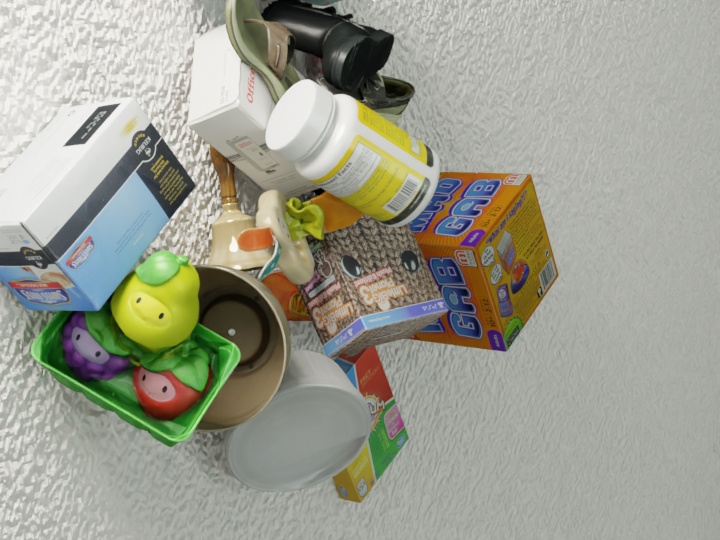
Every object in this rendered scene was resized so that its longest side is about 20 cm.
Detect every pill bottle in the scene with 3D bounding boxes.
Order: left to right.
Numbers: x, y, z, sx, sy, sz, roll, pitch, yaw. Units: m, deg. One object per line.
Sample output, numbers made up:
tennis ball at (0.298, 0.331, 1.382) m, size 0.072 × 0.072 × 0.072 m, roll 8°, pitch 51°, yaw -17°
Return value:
pill bottle at (-0.009, -0.144, 1.408) m, size 0.200 × 0.114 × 0.115 m, roll 29°, pitch 70°, yaw -31°

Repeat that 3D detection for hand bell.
hand bell at (-0.169, -0.097, 1.480) m, size 0.104 × 0.104 × 0.201 m, roll -8°, pitch 89°, yaw -53°

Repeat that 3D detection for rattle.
rattle at (-0.061, -0.052, 1.417) m, size 0.200 × 0.142 × 0.131 m, roll 23°, pitch 62°, yaw -81°

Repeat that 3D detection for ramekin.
ramekin at (-0.092, 0.194, 1.528) m, size 0.202 × 0.094 × 0.203 m, roll -12°, pitch 131°, yaw -14°

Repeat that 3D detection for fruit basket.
fruit basket at (-0.238, 0.077, 1.257) m, size 0.156 × 0.215 × 0.216 m, roll -58°, pitch 136°, yaw -31°

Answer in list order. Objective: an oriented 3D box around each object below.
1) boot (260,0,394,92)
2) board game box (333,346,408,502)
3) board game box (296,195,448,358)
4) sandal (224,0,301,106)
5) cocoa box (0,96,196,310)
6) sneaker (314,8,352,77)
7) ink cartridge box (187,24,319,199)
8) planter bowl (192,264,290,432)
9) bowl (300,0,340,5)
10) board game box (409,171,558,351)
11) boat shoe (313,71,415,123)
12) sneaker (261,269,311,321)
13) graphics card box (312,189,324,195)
boot at (-0.058, -0.300, 1.493) m, size 0.198 × 0.162 × 0.074 m, roll -46°, pitch 155°, yaw -62°
board game box at (-0.005, 0.230, 1.760) m, size 0.153 × 0.040 × 0.200 m, roll -48°, pitch 131°, yaw -39°
board game box at (0.000, 0.000, 1.591) m, size 0.159 × 0.097 × 0.200 m, roll -12°, pitch 71°, yaw -41°
sandal at (-0.100, -0.265, 1.403) m, size 0.201 × 0.057 × 0.080 m, roll 53°, pitch 34°, yaw -34°
cocoa box at (-0.302, -0.069, 1.239) m, size 0.131 × 0.133 × 0.200 m, roll 57°, pitch 50°, yaw -33°
sneaker at (-0.026, -0.267, 1.634) m, size 0.200 × 0.075 × 0.105 m, roll 62°, pitch 37°, yaw -42°
ink cartridge box at (-0.127, -0.204, 1.474) m, size 0.200 × 0.083 × 0.147 m, roll 40°, pitch 41°, yaw -47°
planter bowl at (-0.173, 0.085, 1.415) m, size 0.135 × 0.200 × 0.201 m, roll -36°, pitch 127°, yaw -78°
bowl at (-0.071, -0.412, 1.480) m, size 0.201 × 0.201 × 0.105 m, roll 22°, pitch 89°, yaw -52°
board game box at (0.166, -0.020, 1.826) m, size 0.200 × 0.200 × 0.200 m, roll -49°, pitch 131°, yaw -38°
boat shoe at (0.003, -0.243, 1.552) m, size 0.066 × 0.072 × 0.201 m, roll -49°, pitch 155°, yaw 24°
sneaker at (-0.075, 0.039, 1.615) m, size 0.200 × 0.077 × 0.073 m, roll 2°, pitch 94°, yaw -52°
graphics card box at (-0.003, -0.148, 1.655) m, size 0.125 × 0.051 × 0.200 m, roll -43°, pitch 145°, yaw 16°
